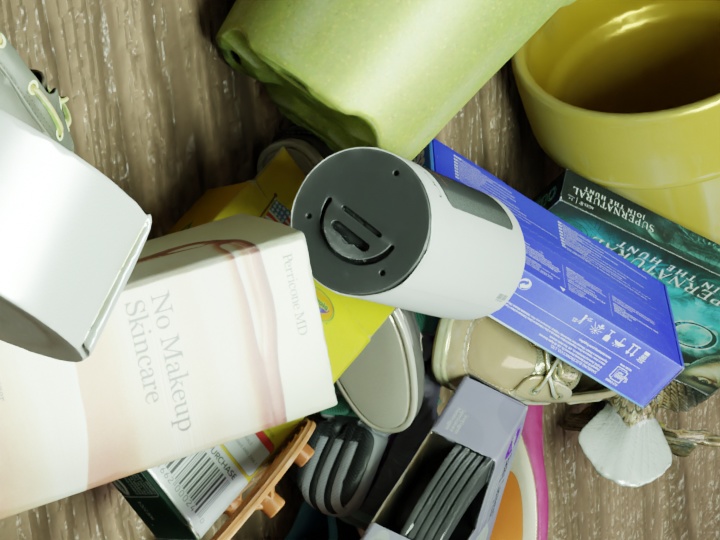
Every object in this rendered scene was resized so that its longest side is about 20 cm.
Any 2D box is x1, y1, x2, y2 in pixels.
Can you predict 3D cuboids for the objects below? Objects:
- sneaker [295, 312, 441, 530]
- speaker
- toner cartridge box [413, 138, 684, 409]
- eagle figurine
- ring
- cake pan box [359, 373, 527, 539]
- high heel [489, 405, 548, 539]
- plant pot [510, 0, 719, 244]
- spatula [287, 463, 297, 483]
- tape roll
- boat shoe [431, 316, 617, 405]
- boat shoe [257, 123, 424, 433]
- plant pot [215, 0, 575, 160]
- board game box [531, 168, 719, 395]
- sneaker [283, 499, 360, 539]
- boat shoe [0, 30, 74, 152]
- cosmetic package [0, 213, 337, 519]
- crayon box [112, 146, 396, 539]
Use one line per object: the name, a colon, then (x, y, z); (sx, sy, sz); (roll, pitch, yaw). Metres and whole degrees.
sneaker: (0.027, 0.075, 1.508); (0.088, 0.074, 0.200); (42, 68, -46)
speaker: (0.030, -0.017, 1.296); (0.200, 0.081, 0.081); (15, 92, -71)
toner cartridge box: (0.112, 0.002, 1.481); (0.200, 0.095, 0.043); (31, 117, -20)
eagle figurine: (0.207, 0.045, 1.722); (0.152, 0.151, 0.200); (-19, 131, -38)
ring: (-0.091, 0.162, 1.322); (0.200, 0.019, 0.200); (-47, -178, 2)
cake pan box: (0.032, 0.187, 1.452); (0.184, 0.052, 0.200); (-56, 165, -40)
high heel: (0.112, 0.124, 1.609); (0.096, 0.067, 0.200); (14, 53, -48)
plant pot: (0.219, -0.097, 1.595); (0.201, 0.200, 0.189); (-49, 138, -31)
spatula: (-0.053, 0.055, 1.443); (0.057, 0.021, 0.200); (-48, 142, -39)
tape roll: (-0.196, -0.033, 1.041); (0.202, 0.202, 0.071); (42, 69, -53)
boat shoe: (0.114, 0.054, 1.515); (0.200, 0.065, 0.072); (14, 90, -58)
boat shoe: (0.000, 0.000, 1.420); (0.057, 0.067, 0.200); (-42, 116, -51)
plant pot: (0.022, -0.162, 1.325); (0.184, 0.200, 0.200); (-54, 143, -7)
board game box: (0.190, 0.012, 1.583); (0.200, 0.135, 0.028); (25, 56, -14)
sneaker: (-0.061, 0.224, 1.473); (0.200, 0.073, 0.082); (-52, 139, -44)
boat shoe: (-0.177, -0.078, 1.164); (0.060, 0.072, 0.202); (-56, 139, -14)
cosmetic package: (-0.124, 0.047, 1.204); (0.200, 0.087, 0.104); (-19, 106, -24)
crayon box: (-0.079, 0.040, 1.330); (0.200, 0.051, 0.127); (-47, 112, -30)
